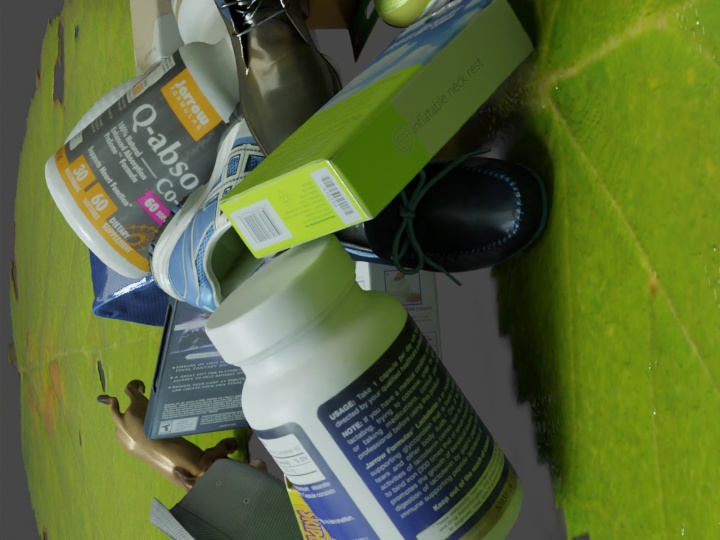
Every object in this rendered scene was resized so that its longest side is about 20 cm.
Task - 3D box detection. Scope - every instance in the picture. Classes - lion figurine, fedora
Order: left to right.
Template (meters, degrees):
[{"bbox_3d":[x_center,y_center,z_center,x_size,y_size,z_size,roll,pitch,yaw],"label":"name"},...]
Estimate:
[{"bbox_3d":[-0.178,0.174,1.363,0.122,0.198,0.073,-47,-20,-82],"label":"lion figurine"},{"bbox_3d":[-0.079,0.222,1.174,0.199,0.177,0.091,24,72,46],"label":"fedora"}]

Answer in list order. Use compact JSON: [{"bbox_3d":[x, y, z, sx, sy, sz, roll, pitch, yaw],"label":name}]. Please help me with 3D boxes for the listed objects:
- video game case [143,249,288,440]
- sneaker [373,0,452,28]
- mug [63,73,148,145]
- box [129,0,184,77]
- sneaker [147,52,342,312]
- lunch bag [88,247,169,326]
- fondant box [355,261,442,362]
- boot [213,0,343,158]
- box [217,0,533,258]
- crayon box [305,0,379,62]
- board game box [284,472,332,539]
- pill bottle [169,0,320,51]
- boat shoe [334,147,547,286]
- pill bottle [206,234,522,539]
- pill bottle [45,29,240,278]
[{"bbox_3d":[-0.094,0.057,1.157,0.019,0.141,0.202,-120,35,-41],"label":"video game case"},{"bbox_3d":[0.029,-0.244,0.900,0.079,0.089,0.202,-117,32,-41],"label":"sneaker"},{"bbox_3d":[-0.202,-0.089,1.375,0.175,0.146,0.203,-27,55,60],"label":"mug"},{"bbox_3d":[-0.180,-0.292,1.395,0.095,0.077,0.203,158,108,-65],"label":"box"},{"bbox_3d":[-0.066,-0.057,0.991,0.077,0.075,0.201,34,95,48],"label":"sneaker"},{"bbox_3d":[-0.136,-0.047,1.202,0.198,0.135,0.134,-22,71,27],"label":"lunch bag"},{"bbox_3d":[0.000,0.000,1.040,0.144,0.058,0.203,168,98,-66],"label":"fondant box"},{"bbox_3d":[-0.068,-0.151,0.931,0.097,0.074,0.202,45,-157,-53],"label":"boot"},{"bbox_3d":[0.016,-0.093,0.851,0.121,0.200,0.048,-17,114,53],"label":"box"},{"bbox_3d":[-0.026,-0.275,1.074,0.127,0.050,0.202,122,138,-52],"label":"crayon box"},{"bbox_3d":[-0.015,0.159,0.991,0.201,0.030,0.096,73,-156,-45],"label":"board game box"},{"bbox_3d":[-0.103,-0.238,1.178,0.116,0.114,0.202,113,145,-46],"label":"pill bottle"},{"bbox_3d":[0.024,-0.028,0.897,0.198,0.068,0.085,-10,83,43],"label":"boat shoe"},{"bbox_3d":[0.001,0.086,0.854,0.201,0.115,0.115,56,160,-13],"label":"pill bottle"},{"bbox_3d":[-0.128,-0.097,1.067,0.199,0.116,0.117,-39,43,8],"label":"pill bottle"}]
